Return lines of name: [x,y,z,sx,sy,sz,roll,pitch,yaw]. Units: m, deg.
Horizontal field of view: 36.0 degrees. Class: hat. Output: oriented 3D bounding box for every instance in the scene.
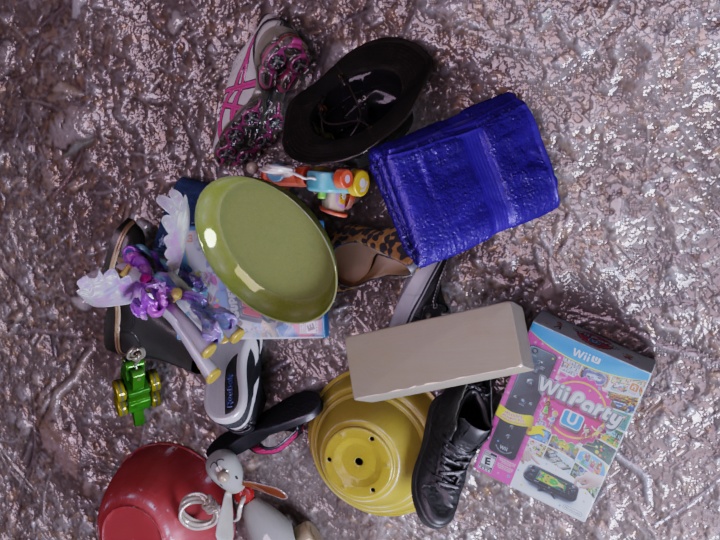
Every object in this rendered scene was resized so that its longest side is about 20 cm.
hat: [0.009,-0.176,1.299,0.200,0.201,0.081,-17,134,23]

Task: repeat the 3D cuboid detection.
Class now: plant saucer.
plant saucer: [-0.104,-0.028,1.282,0.200,0.031,0.200,22,134,24]

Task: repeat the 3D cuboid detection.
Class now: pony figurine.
pony figurine: [-0.229,0.024,1.300,0.167,0.193,0.200,-42,77,-18]

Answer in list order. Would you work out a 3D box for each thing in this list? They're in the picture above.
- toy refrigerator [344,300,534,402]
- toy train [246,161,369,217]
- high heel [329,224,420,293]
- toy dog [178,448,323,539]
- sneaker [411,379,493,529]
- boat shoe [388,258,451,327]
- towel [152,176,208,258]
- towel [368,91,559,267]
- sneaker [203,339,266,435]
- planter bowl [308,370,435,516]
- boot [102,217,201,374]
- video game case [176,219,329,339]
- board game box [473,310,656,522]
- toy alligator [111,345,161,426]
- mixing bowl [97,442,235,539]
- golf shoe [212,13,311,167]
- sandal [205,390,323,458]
toy refrigerator: [0.090,0.095,1.267,0.200,0.070,0.076,-14,76,19]
toy train: [-0.063,-0.097,1.307,0.150,0.200,0.056,3,96,-4]
high heel: [0.000,0.000,1.309,0.200,0.143,0.071,-36,113,21]
toy dog: [-0.132,0.329,1.418,0.200,0.096,0.132,34,98,-13]
sneaker: [0.113,0.200,1.305,0.060,0.104,0.200,16,68,-17]
boat shoe: [0.077,0.053,1.341,0.071,0.072,0.200,21,113,1]
towel: [-0.162,-0.044,1.408,0.200,0.049,0.112,18,91,18]
towel: [0.121,-0.104,1.233,0.200,0.050,0.148,-24,91,-20]
sneaker: [-0.157,0.113,1.437,0.073,0.112,0.200,3,67,11]
planter bowl: [0.010,0.227,1.384,0.200,0.083,0.201,4,101,21]
boot: [-0.261,0.036,1.457,0.138,0.077,0.200,16,126,13]
video game case: [-0.137,0.013,1.363,0.200,0.018,0.143,-2,93,19]
board game box: [0.237,0.169,1.296,0.147,0.064,0.200,24,107,15]
toy alligator: [-0.303,0.140,1.477,0.200,0.059,0.054,102,146,-52]
mixing bowl: [-0.281,0.346,1.508,0.200,0.108,0.200,4,101,20]
golf shoe: [-0.130,-0.220,1.370,0.200,0.073,0.092,-57,45,26]
sandal: [-0.117,0.212,1.442,0.200,0.075,0.045,-29,103,32]
